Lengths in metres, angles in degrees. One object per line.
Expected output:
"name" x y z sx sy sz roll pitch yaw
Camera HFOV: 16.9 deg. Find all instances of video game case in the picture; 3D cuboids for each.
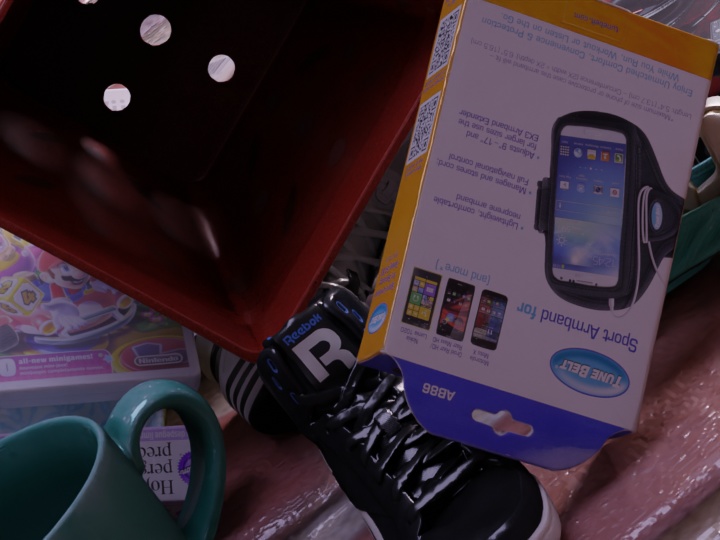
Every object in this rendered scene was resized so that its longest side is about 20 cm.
"video game case" -0.169 -0.015 1.285 0.142 0.018 0.201 -4 52 -13

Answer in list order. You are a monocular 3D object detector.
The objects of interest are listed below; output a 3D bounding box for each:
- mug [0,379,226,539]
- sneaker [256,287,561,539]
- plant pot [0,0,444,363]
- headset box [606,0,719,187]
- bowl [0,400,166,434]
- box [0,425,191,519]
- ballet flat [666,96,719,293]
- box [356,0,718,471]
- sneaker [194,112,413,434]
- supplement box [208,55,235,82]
"mug" -0.131 0.150 1.086 0.184 0.115 0.152 -31 22 11
"sneaker" 0.007 0.070 1.042 0.073 0.112 0.200 -41 22 -6
"plant pot" -0.092 -0.105 1.211 0.201 0.199 0.176 -59 17 8
"headset box" 0.132 -0.076 1.195 0.199 0.075 0.149 -29 23 18
"bowl" -0.202 0.100 1.269 0.200 0.199 0.108 -53 -15 -36
"box" -0.166 0.102 1.175 0.198 0.039 0.041 -2 -18 -12
"ballet flat" 0.152 -0.036 1.091 0.199 0.071 0.067 -31 17 12
"box" 0.074 -0.019 1.028 0.041 0.118 0.202 158 129 -71
"sneaker" 0.000 0.000 1.231 0.201 0.075 0.115 -56 31 9
"supplement box" -0.024 -0.109 1.427 0.073 0.126 0.200 -14 30 46
